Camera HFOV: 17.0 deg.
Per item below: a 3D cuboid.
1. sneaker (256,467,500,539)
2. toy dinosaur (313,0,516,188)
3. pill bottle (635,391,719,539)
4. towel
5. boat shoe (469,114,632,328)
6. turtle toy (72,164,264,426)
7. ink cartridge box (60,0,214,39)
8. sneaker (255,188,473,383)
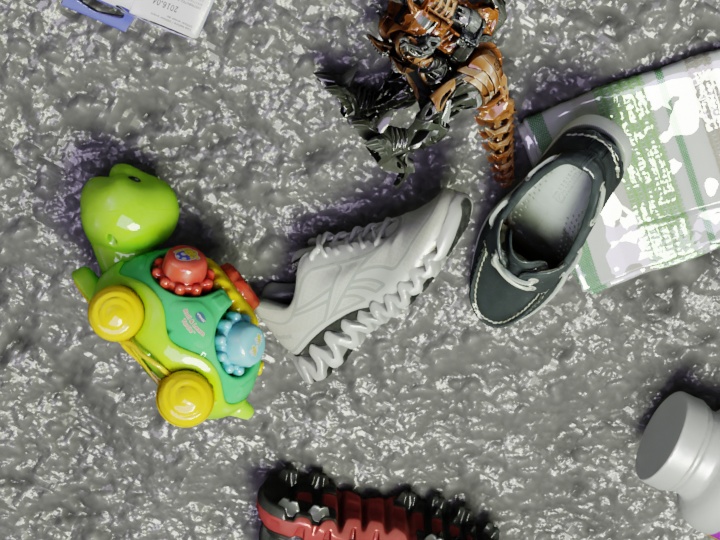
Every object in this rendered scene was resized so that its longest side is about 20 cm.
[{"bbox_3d":[0.013,0.218,1.838,0.200,0.071,0.098,12,116,-4],"label":"sneaker"},{"bbox_3d":[0.053,-0.131,1.651,0.136,0.102,0.200,-35,103,0],"label":"toy dinosaur"},{"bbox_3d":[0.307,0.164,1.792,0.200,0.104,0.104,26,114,-12],"label":"pill bottle"},{"bbox_3d":[0.227,-0.074,1.711,0.200,0.031,0.149,-19,116,9],"label":"towel"},{"bbox_3d":[0.121,-0.025,1.693,0.076,0.060,0.200,30,131,7],"label":"boat shoe"},{"bbox_3d":[-0.135,0.021,1.698,0.101,0.146,0.200,-38,92,-3],"label":"turtle toy"},{"bbox_3d":[-0.143,-0.246,1.597,0.136,0.076,0.200,22,114,-10],"label":"ink cartridge box"},{"bbox_3d":[0.000,0.000,1.714,0.081,0.075,0.200,45,124,-5],"label":"sneaker"}]
